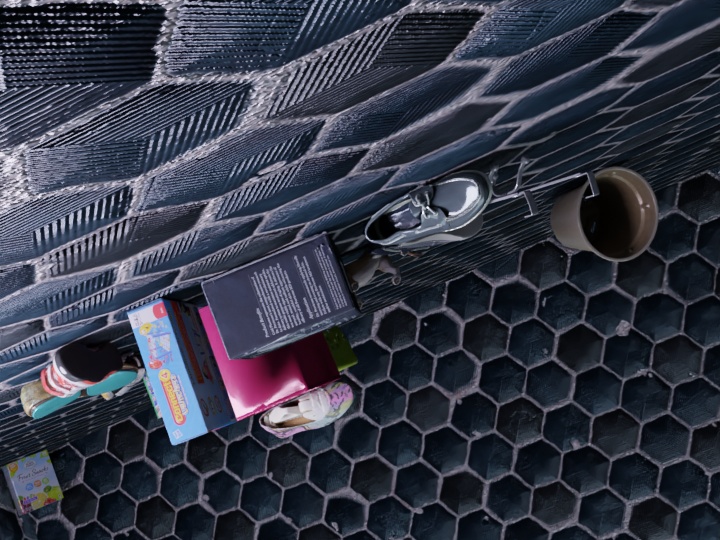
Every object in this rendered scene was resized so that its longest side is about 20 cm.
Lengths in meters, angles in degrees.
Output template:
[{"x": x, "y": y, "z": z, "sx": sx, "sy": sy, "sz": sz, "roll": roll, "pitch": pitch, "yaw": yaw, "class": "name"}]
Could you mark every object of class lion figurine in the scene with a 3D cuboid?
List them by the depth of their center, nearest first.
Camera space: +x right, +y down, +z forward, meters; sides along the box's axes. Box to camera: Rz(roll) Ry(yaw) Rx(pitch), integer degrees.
[{"x": 0.000, "y": 0.000, "z": 1.670, "sx": 0.199, "sy": 0.073, "sz": 0.122, "roll": -27, "pitch": -150, "yaw": -19, "class": "lion figurine"}]

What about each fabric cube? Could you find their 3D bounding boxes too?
[{"x": -0.177, "y": 0.142, "z": 1.677, "sx": 0.195, "sy": 0.200, "sz": 0.200, "roll": -25, "pitch": 174, "yaw": 13, "class": "fabric cube"}]

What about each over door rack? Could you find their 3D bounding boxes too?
[{"x": 0.211, "y": -0.120, "z": 1.337, "sx": 0.147, "sy": 0.067, "sz": 0.199, "roll": -18, "pitch": -166, "yaw": -36, "class": "over door rack"}]

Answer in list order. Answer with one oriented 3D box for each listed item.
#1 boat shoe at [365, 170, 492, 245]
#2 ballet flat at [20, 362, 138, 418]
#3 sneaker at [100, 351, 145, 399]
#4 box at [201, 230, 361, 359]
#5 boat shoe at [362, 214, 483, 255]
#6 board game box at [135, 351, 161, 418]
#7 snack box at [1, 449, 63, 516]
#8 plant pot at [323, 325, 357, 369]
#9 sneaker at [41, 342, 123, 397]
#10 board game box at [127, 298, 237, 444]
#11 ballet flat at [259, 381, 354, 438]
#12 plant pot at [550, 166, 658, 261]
[{"x": 0.090, "y": -0.080, "z": 1.306, "sx": 0.199, "sy": 0.073, "sz": 0.062, "roll": -21, "pitch": 180, "yaw": 37, "class": "boat shoe"}, {"x": -0.475, "y": 0.184, "z": 1.603, "sx": 0.199, "sy": 0.071, "sz": 0.071, "roll": -21, "pitch": 174, "yaw": -33, "class": "ballet flat"}, {"x": -0.444, "y": 0.182, "z": 1.750, "sx": 0.087, "sy": 0.076, "sz": 0.200, "roll": -36, "pitch": 180, "yaw": -3, "class": "sneaker"}, {"x": -0.112, "y": 0.043, "z": 1.427, "sx": 0.195, "sy": 0.125, "sz": 0.200, "roll": -20, "pitch": 174, "yaw": 1, "class": "box"}, {"x": 0.094, "y": -0.069, "z": 1.478, "sx": 0.199, "sy": 0.075, "sz": 0.093, "roll": -7, "pitch": 173, "yaw": -39, "class": "boat shoe"}, {"x": -0.341, "y": 0.189, "z": 1.803, "sx": 0.199, "sy": 0.135, "sz": 0.029, "roll": -26, "pitch": 172, "yaw": 38, "class": "board game box"}, {"x": -1.257, "y": 0.813, "z": 3.647, "sx": 0.168, "sy": 0.201, "sz": 0.068, "roll": -18, "pitch": 173, "yaw": -42, "class": "snack box"}, {"x": -0.146, "y": 0.147, "z": 1.917, "sx": 0.198, "sy": 0.183, "sz": 0.200, "roll": -23, "pitch": 174, "yaw": 15, "class": "plant pot"}, {"x": -0.451, "y": 0.161, "z": 1.468, "sx": 0.107, "sy": 0.068, "sz": 0.201, "roll": -25, "pitch": 176, "yaw": 6, "class": "sneaker"}, {"x": -0.261, "y": 0.148, "z": 1.418, "sx": 0.056, "sy": 0.201, "sz": 0.196, "roll": -21, "pitch": 174, "yaw": 3, "class": "board game box"}, {"x": -0.102, "y": 0.250, "z": 1.691, "sx": 0.199, "sy": 0.070, "sz": 0.071, "roll": -26, "pitch": 153, "yaw": 32, "class": "ballet flat"}, {"x": 0.517, "y": -0.118, "z": 2.093, "sx": 0.199, "sy": 0.202, "sz": 0.183, "roll": -20, "pitch": -175, "yaw": -17, "class": "plant pot"}]
